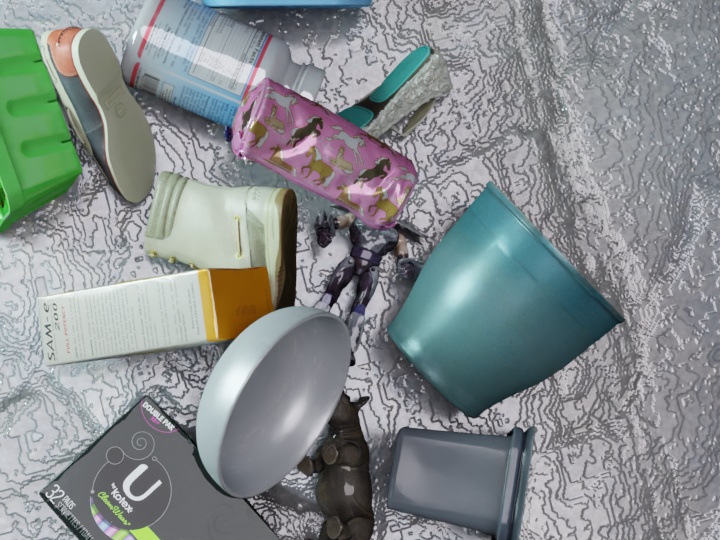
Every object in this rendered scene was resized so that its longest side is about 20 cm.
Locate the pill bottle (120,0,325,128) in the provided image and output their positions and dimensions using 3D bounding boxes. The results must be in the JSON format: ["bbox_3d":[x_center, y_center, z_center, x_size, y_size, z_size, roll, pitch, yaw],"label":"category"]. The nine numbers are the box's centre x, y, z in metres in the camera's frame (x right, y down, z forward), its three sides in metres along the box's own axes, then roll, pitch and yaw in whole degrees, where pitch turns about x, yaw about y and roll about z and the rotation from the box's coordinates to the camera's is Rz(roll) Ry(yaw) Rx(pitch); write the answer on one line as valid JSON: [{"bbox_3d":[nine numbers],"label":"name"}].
[{"bbox_3d":[-0.143,-0.210,1.641,0.200,0.109,0.109,23,81,-5],"label":"pill bottle"}]

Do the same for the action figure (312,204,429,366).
[{"bbox_3d":[0.000,0.000,1.658,0.130,0.069,0.200,21,77,6],"label":"action figure"}]

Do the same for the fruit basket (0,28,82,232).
[{"bbox_3d":[-0.403,-0.138,1.576,0.215,0.155,0.216,5,77,-21],"label":"fruit basket"}]

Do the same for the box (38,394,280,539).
[{"bbox_3d":[-0.200,0.248,1.576,0.149,0.124,0.200,-43,89,-9],"label":"box"}]

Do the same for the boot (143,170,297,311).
[{"bbox_3d":[-0.148,-0.001,1.633,0.154,0.072,0.200,10,112,13],"label":"boot"}]

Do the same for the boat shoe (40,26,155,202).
[{"bbox_3d":[-0.270,-0.161,1.616,0.071,0.063,0.200,-52,134,-41],"label":"boat shoe"}]

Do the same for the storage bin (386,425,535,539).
[{"bbox_3d":[0.098,0.222,1.590,0.134,0.200,0.146,9,83,5],"label":"storage bin"}]

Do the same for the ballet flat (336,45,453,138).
[{"bbox_3d":[0.022,-0.160,1.682,0.200,0.072,0.072,-40,90,-8],"label":"ballet flat"}]

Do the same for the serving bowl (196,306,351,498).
[{"bbox_3d":[-0.094,0.118,1.518,0.066,0.200,0.200,28,80,27],"label":"serving bowl"}]

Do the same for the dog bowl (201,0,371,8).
[{"bbox_3d":[-0.079,-0.304,1.664,0.200,0.111,0.050,-1,98,-8],"label":"dog bowl"}]

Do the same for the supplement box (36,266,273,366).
[{"bbox_3d":[-0.202,0.044,1.554,0.200,0.126,0.074,-9,87,23],"label":"supplement box"}]

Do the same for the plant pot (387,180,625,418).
[{"bbox_3d":[0.136,0.043,1.617,0.188,0.200,0.200,-44,90,6],"label":"plant pot"}]

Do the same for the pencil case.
[{"bbox_3d":[-0.037,-0.115,1.591,0.200,0.083,0.087,27,112,-22],"label":"pencil case"}]

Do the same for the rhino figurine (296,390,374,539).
[{"bbox_3d":[-0.022,0.199,1.629,0.060,0.087,0.200,-6,81,31],"label":"rhino figurine"}]
